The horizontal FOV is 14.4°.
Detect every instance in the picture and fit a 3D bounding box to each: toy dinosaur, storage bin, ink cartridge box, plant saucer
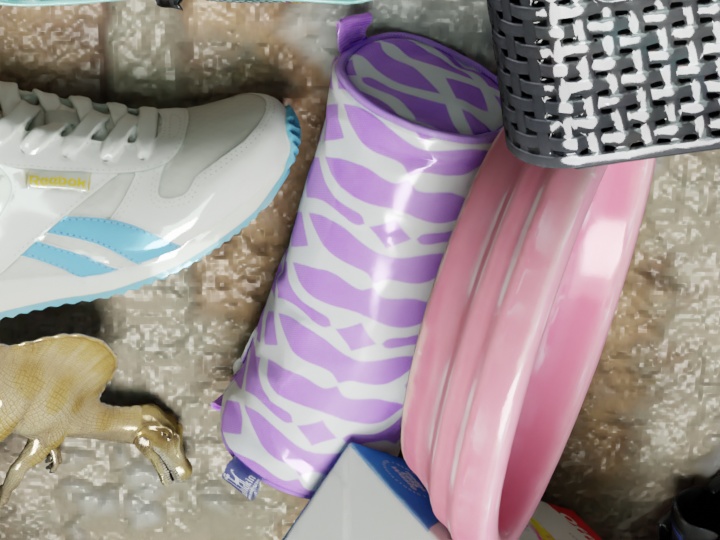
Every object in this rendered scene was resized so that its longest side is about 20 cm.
[{"bbox_3d":[-0.155,0.052,1.205,0.101,0.058,0.200,-32,147,19],"label":"toy dinosaur"},{"bbox_3d":[0.109,-0.130,1.026,0.134,0.200,0.094,-8,120,4],"label":"storage bin"},{"bbox_3d":[0.071,0.149,1.212,0.199,0.116,0.067,20,109,-47],"label":"ink cartridge box"},{"bbox_3d":[0.065,0.012,1.124,0.051,0.201,0.202,18,122,11],"label":"plant saucer"}]

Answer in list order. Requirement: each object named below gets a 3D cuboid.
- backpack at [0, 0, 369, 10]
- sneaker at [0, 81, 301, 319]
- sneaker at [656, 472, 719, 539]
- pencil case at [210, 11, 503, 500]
[{"bbox_3d":[-0.082,-0.187,1.018,0.199,0.154,0.177,-8,121,-3],"label":"backpack"},{"bbox_3d":[-0.122,-0.037,1.156,0.199,0.077,0.081,-17,118,7],"label":"sneaker"},{"bbox_3d":[0.159,0.149,1.280,0.077,0.070,0.201,22,113,-8],"label":"sneaker"},{"bbox_3d":[0.000,0.000,1.179,0.085,0.084,0.201,39,123,28],"label":"pencil case"}]
